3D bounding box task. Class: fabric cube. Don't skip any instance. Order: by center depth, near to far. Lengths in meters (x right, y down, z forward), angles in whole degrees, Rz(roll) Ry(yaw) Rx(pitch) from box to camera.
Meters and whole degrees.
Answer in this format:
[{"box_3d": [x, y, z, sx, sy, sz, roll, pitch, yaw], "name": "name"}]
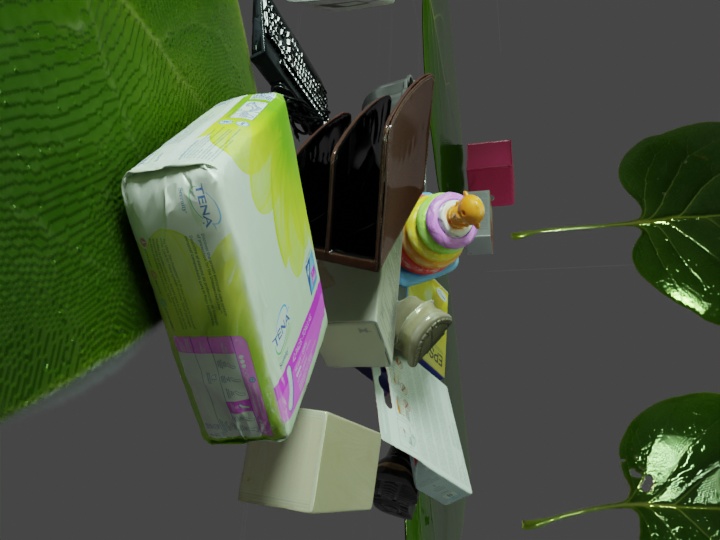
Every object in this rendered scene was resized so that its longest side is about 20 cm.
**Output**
[{"box_3d": [0.560, -0.415, 2.950, 0.202, 0.193, 0.201, -78, 160, -46], "name": "fabric cube"}]

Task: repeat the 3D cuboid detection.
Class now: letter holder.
[{"box_3d": [0.003, -0.115, 0.669, 0.200, 0.099, 0.144, -59, 157, -58], "name": "letter holder"}]

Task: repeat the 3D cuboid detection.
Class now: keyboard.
[{"box_3d": [-0.053, -0.184, 0.675, 0.200, 0.039, 0.106, 36, 52, -72], "name": "keyboard"}]

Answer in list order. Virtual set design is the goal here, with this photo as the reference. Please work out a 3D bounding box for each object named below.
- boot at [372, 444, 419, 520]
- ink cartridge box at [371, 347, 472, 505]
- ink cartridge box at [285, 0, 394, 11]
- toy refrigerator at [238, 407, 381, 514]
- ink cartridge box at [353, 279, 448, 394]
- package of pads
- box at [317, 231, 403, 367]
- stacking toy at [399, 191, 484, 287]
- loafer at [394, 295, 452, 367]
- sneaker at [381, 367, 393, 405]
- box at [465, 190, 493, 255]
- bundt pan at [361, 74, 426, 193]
[{"box_3d": [0.057, 0.245, 0.935, 0.201, 0.076, 0.140, 89, 18, -61], "name": "boot"}, {"box_3d": [0.058, 0.181, 0.852, 0.200, 0.047, 0.162, 40, 30, -39], "name": "ink cartridge box"}, {"box_3d": [-0.024, -0.362, 0.734, 0.200, 0.084, 0.150, -52, 138, -68], "name": "ink cartridge box"}, {"box_3d": [-0.039, 0.171, 0.614, 0.200, 0.069, 0.077, 50, 46, -67], "name": "toy refrigerator"}, {"box_3d": [0.062, 0.075, 0.972, 0.197, 0.046, 0.202, 42, 42, -44], "name": "ink cartridge box"}, {"box_3d": [-0.080, -0.001, 0.470, 0.155, 0.067, 0.203, -71, 154, -60], "name": "package of pads"}, {"box_3d": [0.000, 0.000, 0.779, 0.096, 0.077, 0.202, 72, 20, -50], "name": "box"}, {"box_3d": [0.103, -0.058, 0.855, 0.118, 0.108, 0.200, 70, -20, 4], "name": "stacking toy"}, {"box_3d": [0.063, 0.069, 0.832, 0.076, 0.068, 0.200, -48, 170, -6], "name": "loafer"}, {"box_3d": [0.069, 0.108, 1.059, 0.201, 0.079, 0.084, -77, 153, -47], "name": "sneaker"}, {"box_3d": [0.455, -0.183, 2.657, 0.153, 0.105, 0.203, 61, 29, -61], "name": "box"}, {"box_3d": [0.047, -0.180, 1.014, 0.202, 0.075, 0.205, -2, 90, -77], "name": "bundt pan"}]
